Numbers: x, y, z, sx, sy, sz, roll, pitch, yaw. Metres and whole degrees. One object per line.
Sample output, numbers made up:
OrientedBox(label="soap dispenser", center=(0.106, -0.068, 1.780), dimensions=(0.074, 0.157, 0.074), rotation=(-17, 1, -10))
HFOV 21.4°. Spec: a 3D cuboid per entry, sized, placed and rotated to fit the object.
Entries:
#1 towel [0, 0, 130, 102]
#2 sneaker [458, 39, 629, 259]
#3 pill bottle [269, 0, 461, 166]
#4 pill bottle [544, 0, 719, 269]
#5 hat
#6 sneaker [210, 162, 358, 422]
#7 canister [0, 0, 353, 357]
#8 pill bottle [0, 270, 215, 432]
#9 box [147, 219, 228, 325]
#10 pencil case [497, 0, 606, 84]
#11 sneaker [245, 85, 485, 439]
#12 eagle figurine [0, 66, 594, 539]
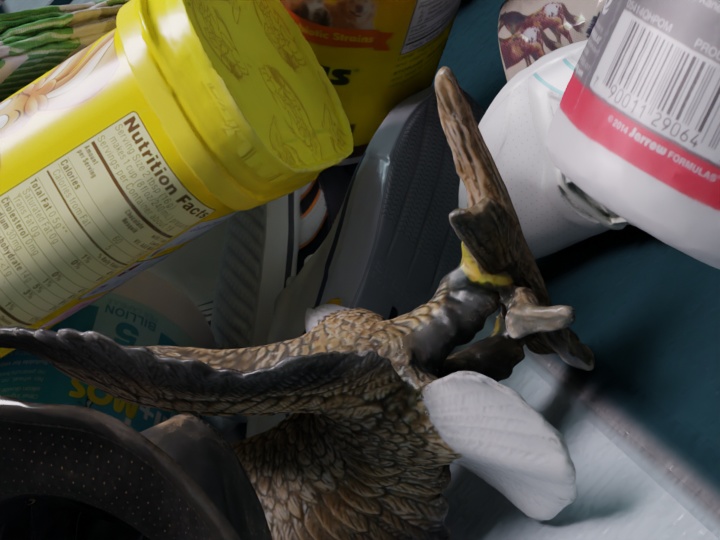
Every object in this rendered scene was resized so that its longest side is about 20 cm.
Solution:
OrientedBox(label="towel", center=(-0.156, -0.071, 0.828), dimensions=(0.152, 0.023, 0.200), rotation=(-38, -2, 27))
OrientedBox(label="sneaker", center=(0.107, -0.050, 0.703), dimensions=(0.200, 0.070, 0.081), rotation=(-34, 33, 37))
OrientedBox(label="pill bottle", center=(-0.005, -0.141, 0.823), dimensions=(0.110, 0.109, 0.200), rotation=(-61, -6, -33))
OrientedBox(label="pill bottle", center=(0.143, -0.102, 0.570), dimensions=(0.111, 0.110, 0.201), rotation=(-110, 42, -68))
OrientedBox(label="hat", center=(-0.071, 0.101, 0.619), dimensions=(0.200, 0.201, 0.081), rotation=(-28, 16, 43))
OrientedBox(label="sneaker", center=(-0.023, -0.021, 0.914), dimensions=(0.078, 0.079, 0.202), rotation=(142, 137, -59))
OrientedBox(label="canister", center=(-0.115, -0.028, 0.744), dimensions=(0.199, 0.087, 0.149), rotation=(-30, 1, 14))
OrientedBox(label="pill bottle", center=(-0.132, 0.100, 0.828), dimensions=(0.110, 0.111, 0.201), rotation=(-30, 37, 39))
OrientedBox(label="box", center=(-0.105, 0.012, 1.016), dimensions=(0.200, 0.068, 0.082), rotation=(-44, 14, 12))
OrientedBox(label="pencil case", center=(0.144, -0.122, 0.745), dimensions=(0.199, 0.078, 0.090), rotation=(-33, 15, 35))
OrientedBox(label="sneaker", center=(0.000, 0.000, 0.817), dimensions=(0.071, 0.073, 0.201), rotation=(-16, 37, 42))
OrientedBox(label="eagle figurine", center=(-0.020, 0.047, 0.678), dimensions=(0.199, 0.153, 0.151), rotation=(-27, -11, 2))
